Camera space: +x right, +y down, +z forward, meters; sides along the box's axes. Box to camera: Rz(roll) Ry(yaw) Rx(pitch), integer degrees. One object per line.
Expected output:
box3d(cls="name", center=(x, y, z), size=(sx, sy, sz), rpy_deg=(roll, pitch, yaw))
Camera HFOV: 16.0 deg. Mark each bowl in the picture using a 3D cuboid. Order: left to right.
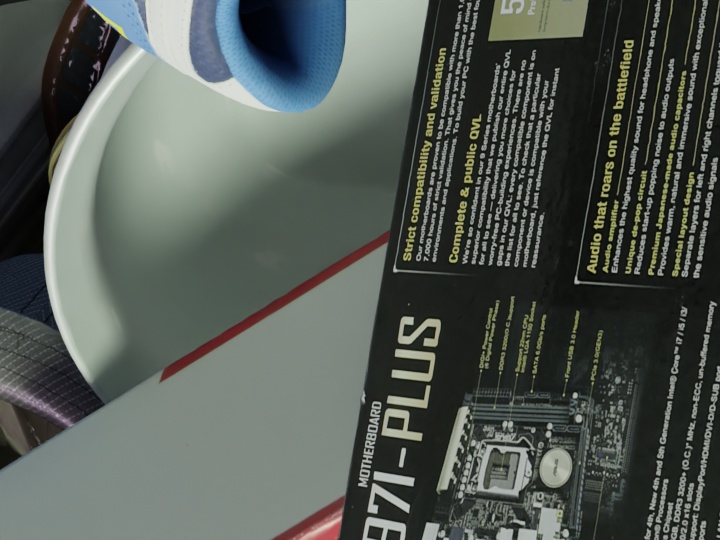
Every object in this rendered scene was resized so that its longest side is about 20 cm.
box3d(cls="bowl", center=(0.012, -0.036, 0.692), size=(0.200, 0.091, 0.202), rpy_deg=(-5, 132, -5))

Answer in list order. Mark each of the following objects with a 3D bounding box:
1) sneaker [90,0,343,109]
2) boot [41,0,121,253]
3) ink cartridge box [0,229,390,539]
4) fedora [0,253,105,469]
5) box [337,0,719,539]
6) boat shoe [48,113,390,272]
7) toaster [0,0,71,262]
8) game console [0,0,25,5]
box3d(cls="sneaker", center=(-0.002, -0.115, 0.519), size=(0.082, 0.074, 0.200), rpy_deg=(47, 136, 14))
box3d(cls="boot", center=(-0.052, -0.054, 0.851), size=(0.074, 0.097, 0.201), rpy_deg=(30, 131, 16))
box3d(cls="ink cartridge box", center=(0.008, 0.106, 0.691), size=(0.200, 0.145, 0.083), rpy_deg=(53, -173, -41))
box3d(cls="fedora", center=(-0.093, 0.073, 0.794), size=(0.176, 0.090, 0.201), rpy_deg=(9, 129, 22))
box3d(cls="box", center=(0.088, -0.009, 0.523), size=(0.086, 0.201, 0.163), rpy_deg=(13, 174, -38))
box3d(cls="boat shoe", center=(0.000, 0.000, 0.784), size=(0.199, 0.068, 0.072), rpy_deg=(19, 128, -24))
box3d(cls="toaster", center=(-0.171, -0.057, 0.927), size=(0.199, 0.119, 0.181), rpy_deg=(32, 160, 2))
box3d(cls="game console", center=(-0.177, -0.070, 0.699), size=(0.175, 0.117, 0.200), rpy_deg=(-8, 159, 21))
